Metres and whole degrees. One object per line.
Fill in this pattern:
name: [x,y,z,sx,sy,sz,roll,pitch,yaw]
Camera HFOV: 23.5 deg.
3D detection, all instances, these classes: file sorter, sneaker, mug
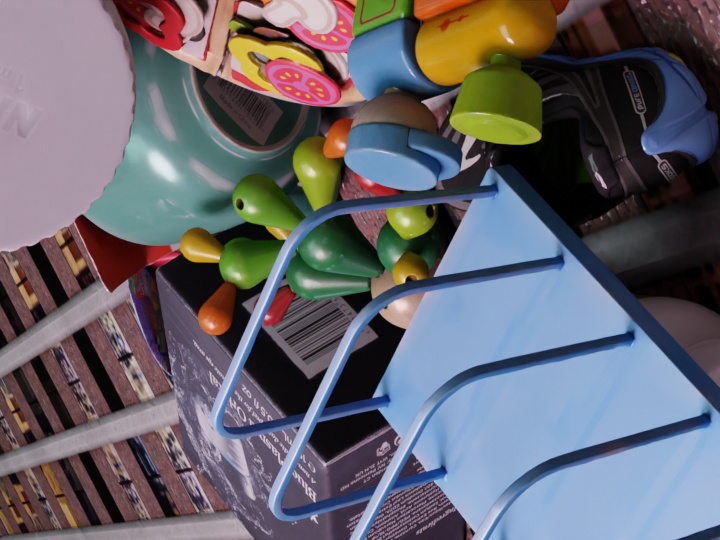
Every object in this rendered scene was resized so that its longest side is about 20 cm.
file sorter: [0.050,0.080,0.685,0.200,0.122,0.140,50,131,31]
sneaker: [0.078,-0.056,0.789,0.071,0.082,0.199,64,158,-10]
mug: [-0.086,-0.100,1.028,0.114,0.184,0.154,-15,83,48]

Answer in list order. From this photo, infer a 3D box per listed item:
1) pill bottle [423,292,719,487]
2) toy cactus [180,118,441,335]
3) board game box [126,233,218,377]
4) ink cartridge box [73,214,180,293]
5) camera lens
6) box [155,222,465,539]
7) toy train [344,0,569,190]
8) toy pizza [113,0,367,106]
pill bottle: [0.118,0.069,0.798,0.199,0.119,0.121,7,122,61]
toy cactus: [0.000,0.000,0.947,0.164,0.103,0.199,29,146,-26]
board game box: [-0.123,-0.030,1.212,0.201,0.038,0.159,-85,-16,-56]
ink cartridge box: [-0.138,-0.092,1.098,0.164,0.050,0.200,66,-161,-8]
camera lens: [-0.203,-0.104,0.872,0.200,0.159,0.161,39,150,65]
box: [-0.030,0.097,1.145,0.197,0.117,0.201,45,153,34]
toy train: [0.065,-0.104,0.698,0.199,0.084,0.117,-11,65,53]
toy pizza: [-0.065,-0.138,0.853,0.198,0.032,0.201,22,155,11]
